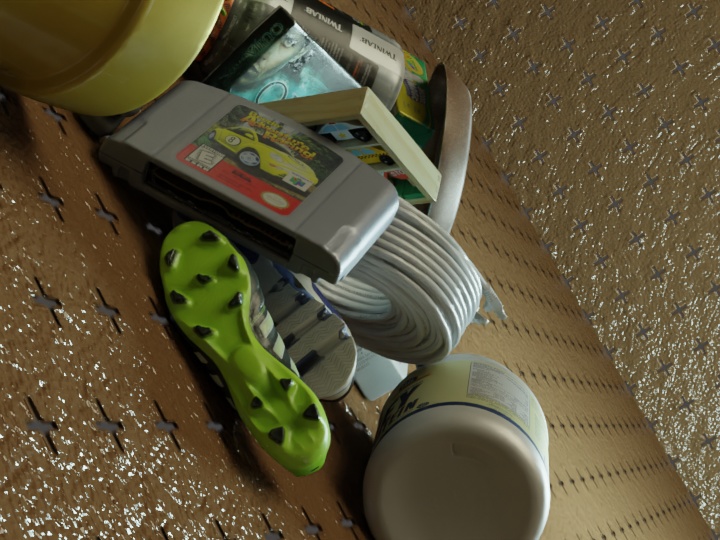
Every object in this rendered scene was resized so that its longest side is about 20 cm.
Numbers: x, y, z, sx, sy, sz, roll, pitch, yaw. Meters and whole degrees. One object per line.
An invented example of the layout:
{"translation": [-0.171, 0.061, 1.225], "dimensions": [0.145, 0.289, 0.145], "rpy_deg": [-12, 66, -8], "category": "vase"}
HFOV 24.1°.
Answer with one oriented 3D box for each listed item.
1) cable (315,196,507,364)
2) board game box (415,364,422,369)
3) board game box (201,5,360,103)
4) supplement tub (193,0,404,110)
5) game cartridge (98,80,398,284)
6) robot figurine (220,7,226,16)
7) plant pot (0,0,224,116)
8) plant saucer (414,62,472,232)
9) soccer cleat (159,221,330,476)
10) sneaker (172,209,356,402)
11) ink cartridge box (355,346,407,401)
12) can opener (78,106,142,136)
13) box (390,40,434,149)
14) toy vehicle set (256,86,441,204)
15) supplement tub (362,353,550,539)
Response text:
{"translation": [0.000, 0.000, 1.375], "dimensions": [0.069, 0.199, 0.200], "rpy_deg": [-64, 143, -23], "category": "cable"}
{"translation": [0.023, -0.017, 1.536], "dimensions": [0.200, 0.028, 0.136], "rpy_deg": [66, 2, -48], "category": "board game box"}
{"translation": [-0.070, -0.139, 1.484], "dimensions": [0.028, 0.135, 0.200], "rpy_deg": [49, 7, 27], "category": "board game box"}
{"translation": [-0.067, -0.205, 1.612], "dimensions": [0.199, 0.123, 0.123], "rpy_deg": [26, 25, -22], "category": "supplement tub"}
{"translation": [-0.076, -0.071, 1.245], "dimensions": [0.199, 0.041, 0.133], "rpy_deg": [28, 32, 9], "category": "game cartridge"}
{"translation": [-0.179, -0.317, 1.501], "dimensions": [0.200, 0.176, 0.116], "rpy_deg": [41, 41, 9], "category": "robot figurine"}
{"translation": [-0.210, -0.213, 1.038], "dimensions": [0.189, 0.201, 0.201], "rpy_deg": [14, 43, -53], "category": "plant pot"}
{"translation": [0.075, -0.101, 1.651], "dimensions": [0.034, 0.201, 0.200], "rpy_deg": [9, 25, -8], "category": "plant saucer"}
{"translation": [-0.083, 0.057, 1.173], "dimensions": [0.200, 0.067, 0.081], "rpy_deg": [59, -12, 22], "category": "soccer cleat"}
{"translation": [-0.066, 0.029, 1.286], "dimensions": [0.200, 0.080, 0.115], "rpy_deg": [55, -4, 20], "category": "sneaker"}
{"translation": [-0.016, 0.012, 1.584], "dimensions": [0.174, 0.043, 0.200], "rpy_deg": [57, 12, -12], "category": "ink cartridge box"}
{"translation": [-0.175, -0.172, 1.296], "dimensions": [0.067, 0.053, 0.200], "rpy_deg": [50, 26, -14], "category": "can opener"}
{"translation": [0.021, -0.146, 1.697], "dimensions": [0.048, 0.118, 0.200], "rpy_deg": [26, 26, -17], "category": "box"}
{"translation": [-0.049, -0.089, 1.363], "dimensions": [0.124, 0.199, 0.027], "rpy_deg": [45, 50, -44], "category": "toy vehicle set"}
{"translation": [0.081, 0.153, 1.369], "dimensions": [0.145, 0.145, 0.200], "rpy_deg": [56, 12, -8], "category": "supplement tub"}
